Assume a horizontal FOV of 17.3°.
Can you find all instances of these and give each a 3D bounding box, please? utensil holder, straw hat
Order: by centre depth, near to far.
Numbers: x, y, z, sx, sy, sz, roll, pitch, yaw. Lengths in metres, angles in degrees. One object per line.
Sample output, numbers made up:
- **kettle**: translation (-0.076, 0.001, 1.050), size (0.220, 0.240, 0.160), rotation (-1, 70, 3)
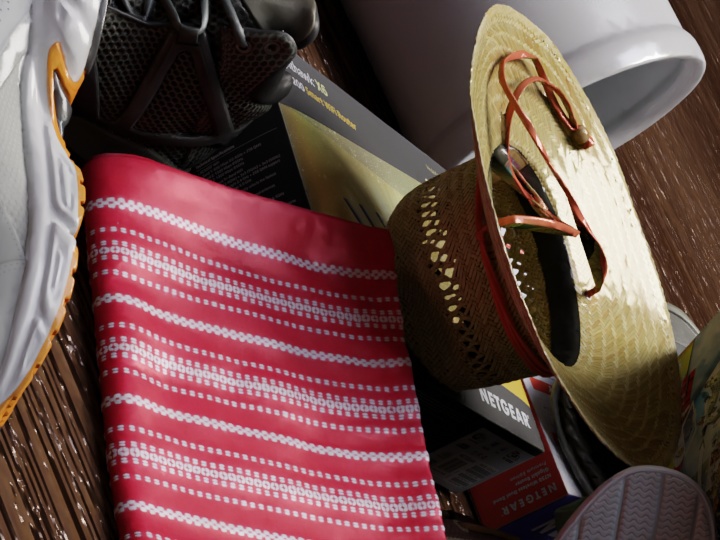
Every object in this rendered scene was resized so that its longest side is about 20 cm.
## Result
- **straw hat**: translation (0.055, 0.000, 0.981), size (0.201, 0.085, 0.202), rotation (49, 30, -42)
- **utensil holder**: translation (0.070, -0.159, 1.308), size (0.201, 0.169, 0.170), rotation (63, 18, 13)

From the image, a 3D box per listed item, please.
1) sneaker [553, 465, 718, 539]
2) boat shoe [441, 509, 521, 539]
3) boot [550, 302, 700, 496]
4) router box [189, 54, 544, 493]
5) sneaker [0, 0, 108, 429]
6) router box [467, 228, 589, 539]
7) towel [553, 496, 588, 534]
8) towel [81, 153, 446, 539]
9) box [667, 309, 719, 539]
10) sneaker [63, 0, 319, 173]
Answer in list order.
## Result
- **sneaker**: translation (0.086, 0.171, 0.914), size (0.073, 0.201, 0.071), rotation (19, -1, 7)
- **boat shoe**: translation (0.039, 0.124, 0.951), size (0.199, 0.072, 0.072), rotation (12, 36, -50)
- **boot**: translation (0.172, 0.100, 1.199), size (0.182, 0.073, 0.200), rotation (48, 12, 0)
- **router box**: translation (0.000, 0.000, 1.054), size (0.200, 0.052, 0.158), rotation (32, 35, -58)
- **sneaker**: translation (-0.135, -0.036, 0.733), size (0.091, 0.076, 0.201), rotation (14, 56, -20)
- **router box**: translation (0.091, 0.057, 1.231), size (0.200, 0.049, 0.181), rotation (27, 39, -61)
- **towel**: translation (0.168, 0.187, 1.092), size (0.152, 0.023, 0.202), rotation (-16, 96, -35)
- **towel**: translation (-0.031, 0.050, 0.859), size (0.144, 0.022, 0.201), rotation (17, 45, -32)
- **box**: translation (0.157, 0.080, 0.963), size (0.200, 0.037, 0.138), rotation (116, -15, -66)
- **sneaker**: translation (-0.091, -0.103, 0.859), size (0.199, 0.114, 0.077), rotation (36, 29, -50)
